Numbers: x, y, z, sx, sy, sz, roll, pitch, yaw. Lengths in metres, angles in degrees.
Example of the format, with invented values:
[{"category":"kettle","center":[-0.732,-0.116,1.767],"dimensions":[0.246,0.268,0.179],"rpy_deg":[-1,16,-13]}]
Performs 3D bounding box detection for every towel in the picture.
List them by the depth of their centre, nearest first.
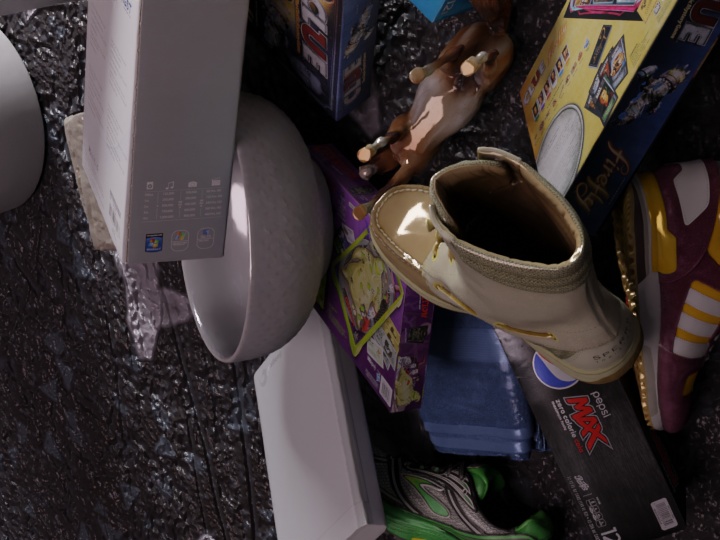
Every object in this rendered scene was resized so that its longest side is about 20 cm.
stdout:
[{"category":"towel","center":[0.077,0.037,1.005],"dimensions":[0.111,0.048,0.202],"rpy_deg":[0,108,44]},{"category":"towel","center":[-0.174,-0.079,1.191],"dimensions":[0.199,0.034,0.134],"rpy_deg":[3,112,40]}]

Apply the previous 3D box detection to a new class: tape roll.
[{"category":"tape roll","center":[-0.413,-0.135,1.306],"dimensions":[0.202,0.139,0.204],"rpy_deg":[19,120,36]}]

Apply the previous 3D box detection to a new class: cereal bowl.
[{"category":"cereal bowl","center":[-0.075,-0.035,1.040],"dimensions":[0.200,0.083,0.202],"rpy_deg":[175,90,-67]}]

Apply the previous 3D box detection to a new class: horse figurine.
[{"category":"horse figurine","center":[0.051,-0.115,0.926],"dimensions":[0.050,0.133,0.200],"rpy_deg":[39,121,6]}]

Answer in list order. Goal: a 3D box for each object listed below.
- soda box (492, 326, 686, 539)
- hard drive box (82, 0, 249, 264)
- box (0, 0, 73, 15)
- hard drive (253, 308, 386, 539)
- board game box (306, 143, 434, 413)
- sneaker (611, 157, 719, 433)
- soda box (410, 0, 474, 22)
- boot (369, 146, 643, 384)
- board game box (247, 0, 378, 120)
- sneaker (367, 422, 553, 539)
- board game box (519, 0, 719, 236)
[{"category":"soda box","center":[0.149,0.082,0.920],"dimensions":[0.063,0.071,0.201],"rpy_deg":[-22,99,18]},{"category":"hard drive box","center":[-0.144,-0.130,0.982],"dimensions":[0.156,0.076,0.201],"rpy_deg":[-124,36,-51]},{"category":"box","center":[-0.215,-0.308,1.010],"dimensions":[0.131,0.198,0.200],"rpy_deg":[50,133,14]},{"category":"hard drive","center":[-0.036,0.138,1.093],"dimensions":[0.132,0.026,0.201],"rpy_deg":[-50,41,43]},{"category":"board game box","center":[0.000,0.000,1.009],"dimensions":[0.200,0.032,0.121],"rpy_deg":[-129,35,-54]},{"category":"sneaker","center":[0.210,0.022,0.862],"dimensions":[0.089,0.075,0.201],"rpy_deg":[-10,129,5]},{"category":"soda box","center":[0.014,-0.260,0.921],"dimensions":[0.200,0.064,0.068],"rpy_deg":[47,133,16]},{"category":"boot","center":[0.066,-0.022,0.806],"dimensions":[0.199,0.072,0.155],"rpy_deg":[33,171,33]},{"category":"board game box","center":[-0.044,-0.206,0.943],"dimensions":[0.136,0.035,0.200],"rpy_deg":[46,161,17]},{"category":"sneaker","center":[0.067,0.171,1.066],"dimensions":[0.199,0.078,0.086],"rpy_deg":[31,111,26]},{"category":"board game box","center":[0.157,-0.140,0.808],"dimensions":[0.136,0.034,0.201],"rpy_deg":[-94,23,-47]}]
